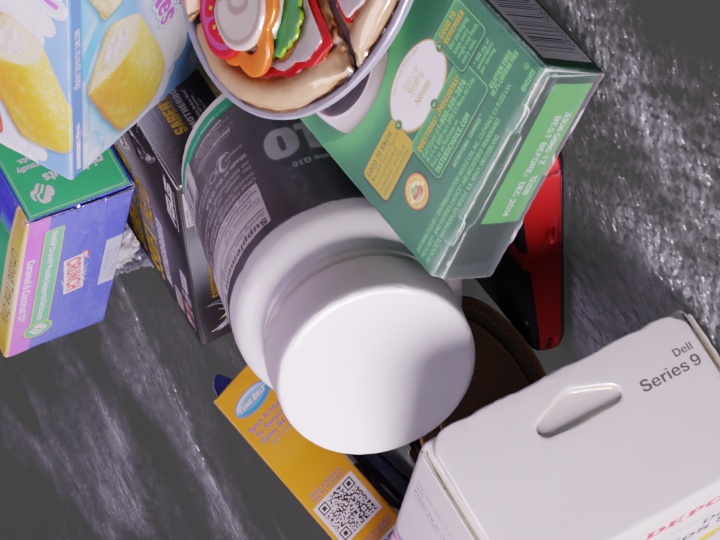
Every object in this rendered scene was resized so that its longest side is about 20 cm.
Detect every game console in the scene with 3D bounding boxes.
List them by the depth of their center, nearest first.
[{"bbox_3d":[0.042,-0.075,1.377,0.200,0.031,0.177,53,165,34],"label":"game console"}]

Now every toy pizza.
[{"bbox_3d":[-0.036,-0.170,1.277,0.200,0.032,0.200,-7,82,51],"label":"toy pizza"}]

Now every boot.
[{"bbox_3d":[0.052,0.067,1.468,0.200,0.077,0.155,57,175,-35],"label":"boot"}]

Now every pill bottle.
[{"bbox_3d":[-0.015,-0.006,1.336,0.200,0.113,0.113,-115,9,-54],"label":"pill bottle"}]

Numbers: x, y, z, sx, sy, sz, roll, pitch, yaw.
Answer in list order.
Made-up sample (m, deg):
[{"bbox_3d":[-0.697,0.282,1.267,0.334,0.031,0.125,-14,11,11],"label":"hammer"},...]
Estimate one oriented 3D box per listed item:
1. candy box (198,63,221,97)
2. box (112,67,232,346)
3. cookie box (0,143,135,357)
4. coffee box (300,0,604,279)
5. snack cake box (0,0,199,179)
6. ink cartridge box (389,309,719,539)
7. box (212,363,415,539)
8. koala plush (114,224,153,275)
[{"bbox_3d":[-0.092,-0.077,1.702,0.200,0.055,0.115,66,163,-9],"label":"candy box"},{"bbox_3d":[-0.115,-0.068,1.576,0.158,0.048,0.200,57,166,23],"label":"box"},{"bbox_3d":[-0.219,-0.076,1.637,0.200,0.075,0.171,58,155,20],"label":"cookie box"},{"bbox_3d":[0.020,-0.106,1.276,0.200,0.044,0.123,50,126,34],"label":"coffee box"},{"bbox_3d":[-0.137,-0.160,1.384,0.067,0.115,0.200,28,140,21],"label":"snack cake box"},{"bbox_3d":[0.095,0.117,1.288,0.088,0.145,0.200,57,161,20],"label":"ink cartridge box"},{"bbox_3d":[0.003,0.119,1.475,0.200,0.041,0.119,49,-171,27],"label":"box"},{"bbox_3d":[-0.195,-0.061,1.806,0.177,0.184,0.200,64,163,-3],"label":"koala plush"}]
